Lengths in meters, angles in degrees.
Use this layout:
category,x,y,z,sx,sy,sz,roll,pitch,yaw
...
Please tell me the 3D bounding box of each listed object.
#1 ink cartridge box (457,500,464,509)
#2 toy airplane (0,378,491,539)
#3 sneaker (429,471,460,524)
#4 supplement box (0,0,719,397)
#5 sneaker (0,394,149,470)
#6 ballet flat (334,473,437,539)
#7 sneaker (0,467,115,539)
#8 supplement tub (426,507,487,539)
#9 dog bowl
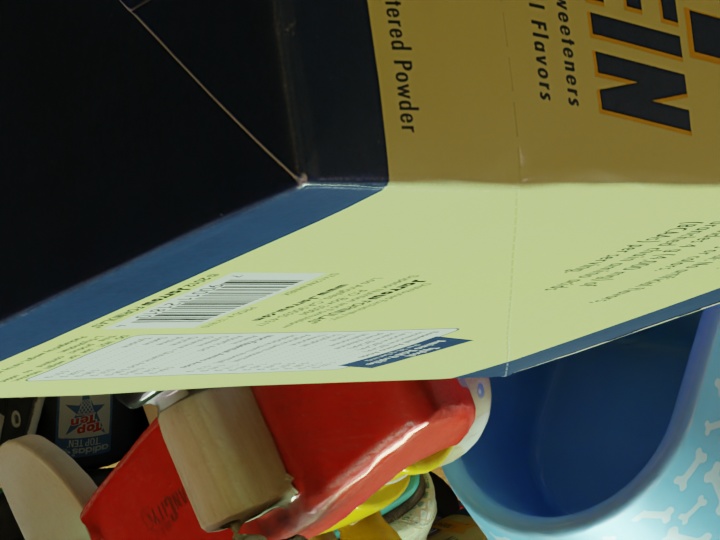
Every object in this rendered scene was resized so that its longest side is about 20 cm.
category,x,y,z,sx,sy,sz,roll,pitch,yaw
ink cartridge box,0.125,0.044,1.195,0.199,0.068,0.116,-12,175,-24
toy airplane,-0.025,0.061,0.883,0.141,0.201,0.199,-22,-144,-29
sneaker,-0.047,0.050,1.161,0.199,0.080,0.076,25,146,-1
supplement box,0.005,-0.057,0.644,0.199,0.135,0.200,-1,168,-36
sneaker,-0.094,0.011,1.011,0.070,0.109,0.200,-5,171,-14
ballet flat,-0.057,0.117,0.996,0.199,0.067,0.063,-18,130,-27
sneaker,-0.091,0.123,1.078,0.074,0.088,0.200,-12,169,8
supplement tub,0.008,0.184,1.078,0.199,0.145,0.145,-25,177,-23
dog bowl,0.087,0.005,0.936,0.111,0.201,0.050,9,164,36
